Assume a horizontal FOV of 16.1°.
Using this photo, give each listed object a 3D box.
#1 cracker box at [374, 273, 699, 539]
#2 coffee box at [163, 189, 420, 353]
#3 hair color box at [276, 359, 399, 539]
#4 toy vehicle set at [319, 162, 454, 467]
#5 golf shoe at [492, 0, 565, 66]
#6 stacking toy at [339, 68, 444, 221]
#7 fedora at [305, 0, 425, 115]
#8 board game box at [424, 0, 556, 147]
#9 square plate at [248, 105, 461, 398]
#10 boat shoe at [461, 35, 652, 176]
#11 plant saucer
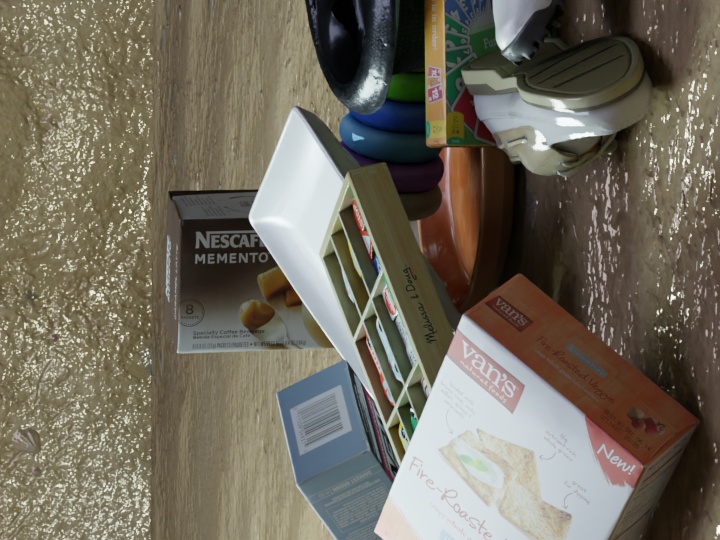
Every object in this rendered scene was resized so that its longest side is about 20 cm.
[{"bbox_3d":[0.095,0.118,1.439,0.134,0.058,0.200,40,137,20],"label":"cracker box"},{"bbox_3d":[-0.051,-0.002,1.993,0.080,0.199,0.115,-122,33,-67],"label":"coffee box"},{"bbox_3d":[0.015,0.169,1.805,0.200,0.060,0.099,58,-170,-38],"label":"hair color box"},{"bbox_3d":[0.027,0.047,1.609,0.124,0.026,0.201,110,142,-63],"label":"toy vehicle set"},{"bbox_3d":[0.086,-0.221,1.498,0.078,0.094,0.201,147,134,-68],"label":"golf shoe"},{"bbox_3d":[0.028,-0.140,1.767,0.085,0.085,0.201,-120,36,-67],"label":"stacking toy"},{"bbox_3d":[0.025,-0.204,1.656,0.200,0.091,0.202,176,90,-72],"label":"fedora"},{"bbox_3d":[0.082,-0.178,1.600,0.030,0.095,0.201,-3,89,52],"label":"board game box"},{"bbox_3d":[0.000,0.000,1.757,0.198,0.028,0.200,54,159,11],"label":"square plate"},{"bbox_3d":[0.123,-0.094,1.493,0.069,0.074,0.200,68,169,-14],"label":"boat shoe"},{"bbox_3d":[0.075,-0.068,1.796,0.200,0.032,0.201,178,90,-79],"label":"plant saucer"}]
